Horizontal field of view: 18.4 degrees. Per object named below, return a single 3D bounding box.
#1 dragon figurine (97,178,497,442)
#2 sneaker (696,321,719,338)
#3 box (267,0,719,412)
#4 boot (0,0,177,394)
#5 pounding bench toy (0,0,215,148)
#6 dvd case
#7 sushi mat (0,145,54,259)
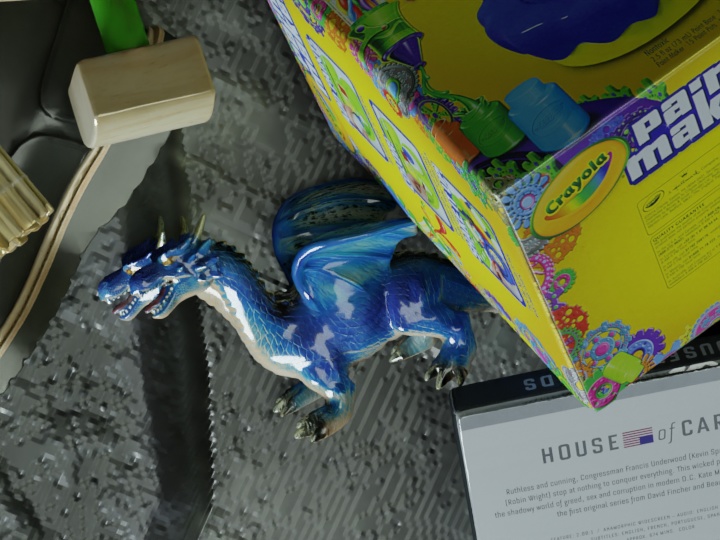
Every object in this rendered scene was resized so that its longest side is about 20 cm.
[{"bbox_3d":[0.000,0.000,0.878,0.199,0.059,0.100,-21,112,-10],"label":"dragon figurine"},{"bbox_3d":[0.151,0.068,0.937,0.073,0.082,0.201,-31,109,-15],"label":"sneaker"},{"bbox_3d":[0.095,-0.095,0.797,0.200,0.193,0.122,-36,136,-7],"label":"box"},{"bbox_3d":[-0.167,-0.032,0.815,0.138,0.077,0.201,34,76,-16],"label":"boot"},{"bbox_3d":[-0.091,-0.163,0.764,0.124,0.156,0.201,-8,136,-25],"label":"pounding bench toy"},{"bbox_3d":[0.123,0.119,0.913,0.149,0.025,0.201,-11,121,0],"label":"dvd case"},{"bbox_3d":[-0.205,-0.064,0.779,0.096,0.012,0.200,-41,89,0],"label":"sushi mat"}]
